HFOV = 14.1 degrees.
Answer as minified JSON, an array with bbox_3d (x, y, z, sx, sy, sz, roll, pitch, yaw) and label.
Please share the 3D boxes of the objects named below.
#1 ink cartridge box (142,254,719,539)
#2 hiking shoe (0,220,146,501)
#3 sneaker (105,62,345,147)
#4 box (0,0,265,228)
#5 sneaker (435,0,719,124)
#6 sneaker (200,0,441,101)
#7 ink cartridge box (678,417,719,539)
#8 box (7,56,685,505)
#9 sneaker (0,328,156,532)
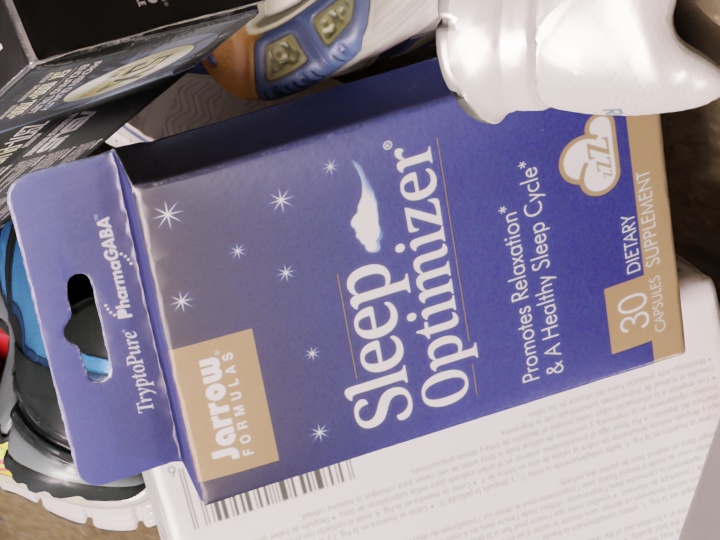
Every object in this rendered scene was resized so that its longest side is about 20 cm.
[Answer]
[{"bbox_3d":[0.040,0.105,0.991,0.044,0.200,0.174,-137,32,-70],"label":"ink cartridge box"},{"bbox_3d":[-0.103,-0.009,1.058,0.074,0.200,0.087,6,127,-31],"label":"hiking shoe"},{"bbox_3d":[-0.025,-0.024,1.036,0.199,0.081,0.115,26,146,-1],"label":"sneaker"},{"bbox_3d":[-0.138,-0.109,0.919,0.200,0.086,0.164,-34,77,53],"label":"box"},{"bbox_3d":[0.071,-0.135,0.778,0.087,0.075,0.200,7,113,14],"label":"sneaker"},{"bbox_3d":[0.039,-0.116,0.880,0.200,0.088,0.075,-20,90,33],"label":"sneaker"},{"bbox_3d":[0.200,0.107,1.000,0.083,0.147,0.200,-6,136,37],"label":"ink cartridge box"},{"bbox_3d":[0.000,0.000,0.903,0.200,0.032,0.121,-17,123,-9],"label":"box"},{"bbox_3d":[-0.169,0.052,1.257,0.200,0.078,0.090,4,143,13],"label":"sneaker"}]
